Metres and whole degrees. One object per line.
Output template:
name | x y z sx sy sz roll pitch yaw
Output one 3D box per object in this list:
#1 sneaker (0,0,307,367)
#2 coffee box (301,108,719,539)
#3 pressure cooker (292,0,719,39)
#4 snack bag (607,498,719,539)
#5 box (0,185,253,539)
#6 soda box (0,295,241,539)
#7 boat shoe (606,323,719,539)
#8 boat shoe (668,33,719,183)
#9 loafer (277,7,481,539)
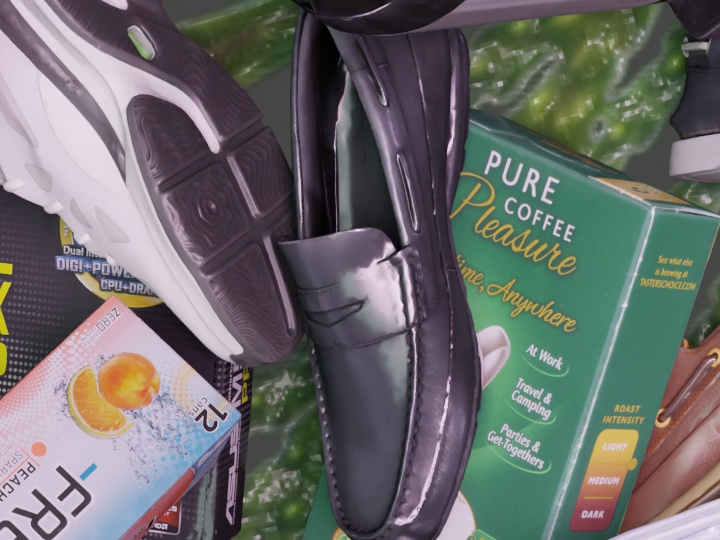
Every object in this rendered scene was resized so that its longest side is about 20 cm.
sneaker | -0.105 -0.041 0.999 0.115 0.076 0.201 -28 96 37
coffee box | 0.049 0.052 0.990 0.123 0.044 0.200 26 105 45
pressure cooker | 0.058 -0.172 0.912 0.179 0.200 0.176 20 112 46
snack bag | 0.154 0.117 0.935 0.200 0.189 0.021 -24 56 16
box | -0.140 0.018 1.062 0.200 0.044 0.161 7 99 14
soda box | -0.134 0.103 0.960 0.068 0.064 0.200 43 66 5
boat shoe | 0.134 0.059 0.991 0.200 0.072 0.068 -48 51 23
boat shoe | 0.164 -0.065 0.907 0.075 0.200 0.060 2 86 -29
loafer | 0.000 0.000 0.963 0.068 0.070 0.201 -8 80 47
